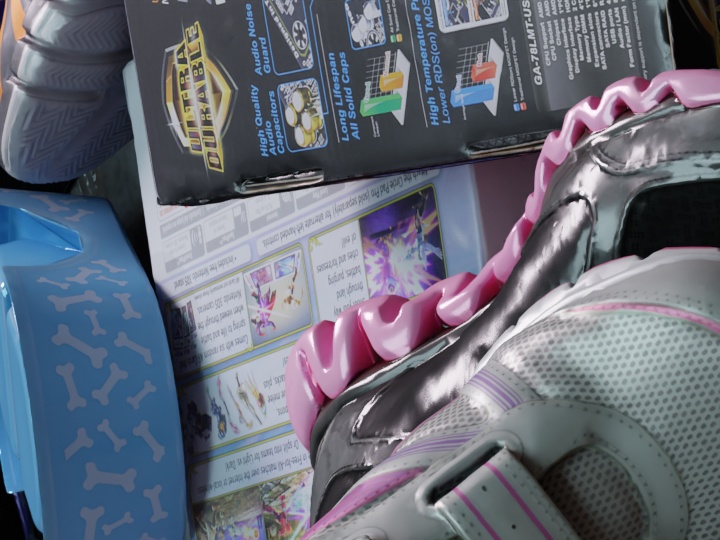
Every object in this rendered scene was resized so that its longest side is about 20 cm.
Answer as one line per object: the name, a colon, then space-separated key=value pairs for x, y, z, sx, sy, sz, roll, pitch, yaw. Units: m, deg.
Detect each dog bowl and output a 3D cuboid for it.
dog bowl: x=-0.097 y=0.036 z=0.979 sx=0.200 sy=0.049 sz=0.112 roll=-127 pitch=31 yaw=-68

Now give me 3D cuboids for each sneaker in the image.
sneaker: x=0.048 y=0.031 z=0.674 sx=0.200 sy=0.079 sz=0.096 roll=-42 pitch=29 yaw=45
sneaker: x=-0.096 y=-0.135 z=0.968 sx=0.112 sy=0.077 sz=0.201 roll=39 pitch=115 yaw=32
sneaker: x=0.022 y=0.076 z=0.607 sx=0.081 sy=0.088 sz=0.200 roll=46 pitch=111 yaw=0

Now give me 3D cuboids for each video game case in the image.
video game case: x=0.000 y=0.000 z=0.862 sx=0.200 sy=0.045 sz=0.183 roll=-22 pitch=73 yaw=58

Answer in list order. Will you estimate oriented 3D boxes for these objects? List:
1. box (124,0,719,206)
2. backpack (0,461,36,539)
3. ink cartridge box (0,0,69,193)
box: x=0.008 y=-0.125 z=0.740 sx=0.198 sy=0.050 sz=0.201 roll=-8 pitch=92 yaw=48
backpack: x=-0.207 y=0.139 z=1.110 sx=0.200 sy=0.181 sz=0.135 roll=-111 pitch=15 yaw=-53
ink cartridge box: x=-0.146 y=-0.056 z=1.061 sx=0.200 sy=0.094 sz=0.037 roll=-60 pitch=43 yaw=43
